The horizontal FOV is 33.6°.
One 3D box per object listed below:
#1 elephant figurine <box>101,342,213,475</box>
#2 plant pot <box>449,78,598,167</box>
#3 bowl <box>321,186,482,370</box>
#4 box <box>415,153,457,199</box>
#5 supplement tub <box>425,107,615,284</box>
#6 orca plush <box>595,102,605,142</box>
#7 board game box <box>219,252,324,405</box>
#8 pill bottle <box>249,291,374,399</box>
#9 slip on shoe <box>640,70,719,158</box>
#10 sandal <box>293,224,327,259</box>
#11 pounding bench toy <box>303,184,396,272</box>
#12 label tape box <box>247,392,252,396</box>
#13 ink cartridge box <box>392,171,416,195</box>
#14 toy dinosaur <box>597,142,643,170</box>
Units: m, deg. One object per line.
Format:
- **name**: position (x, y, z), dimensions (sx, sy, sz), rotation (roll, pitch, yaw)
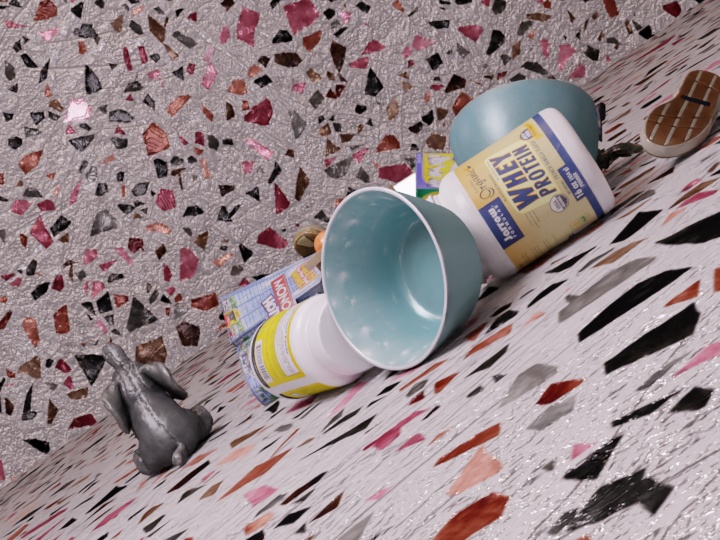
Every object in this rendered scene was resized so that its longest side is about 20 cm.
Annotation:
- **elephant figurine**: position (-0.324, 0.194, 1.769), dimensions (0.155, 0.201, 0.141), rotation (-30, 6, 38)
- **plant pot**: position (0.225, -0.135, 1.568), dimensions (0.198, 0.136, 0.201), rotation (-5, -30, -3)
- **bowl**: position (0.058, 0.003, 1.330), dimensions (0.105, 0.202, 0.200), rotation (-11, -12, -42)
- **box**: position (0.182, -0.132, 1.797), dimensions (0.198, 0.049, 0.118), rotation (1, 33, 1)
- **supplement tub**: position (0.183, -0.082, 1.413), dimensions (0.199, 0.145, 0.144), rotation (-34, 5, 8)
- **orca plush**: position (0.281, -0.187, 1.720), dimensions (0.071, 0.106, 0.200), rotation (-12, -17, -45)
- **board game box**: position (-0.096, 0.065, 1.752), dimensions (0.199, 0.062, 0.200), rotation (-35, 40, 9)
- **pill bottle**: position (-0.051, 0.091, 1.467), dimensions (0.114, 0.115, 0.200), rotation (-37, 6, -29)
- **slip on shoe**: position (0.400, -0.182, 1.486), dimensions (0.200, 0.076, 0.061), rotation (-50, -25, -45)
- **sandal**: position (-0.041, -0.032, 1.823), dimensions (0.080, 0.054, 0.200), rotation (-24, -31, 17)
- **pounding bench toy**: position (0.000, 0.000, 1.666), dimensions (0.200, 0.156, 0.124), rotation (-45, 3, -41)
- **label tape box**: position (-0.096, 0.109, 1.893), dimensions (0.199, 0.064, 0.144), rotation (-30, 6, 38)
- **ink cartridge box**: position (0.089, -0.077, 1.961), dimensions (0.145, 0.084, 0.200), rotation (-32, -17, 12)
- **toy dinosaur**: position (0.308, -0.135, 1.713), dimensions (0.200, 0.048, 0.088), rotation (-37, 11, 7)
